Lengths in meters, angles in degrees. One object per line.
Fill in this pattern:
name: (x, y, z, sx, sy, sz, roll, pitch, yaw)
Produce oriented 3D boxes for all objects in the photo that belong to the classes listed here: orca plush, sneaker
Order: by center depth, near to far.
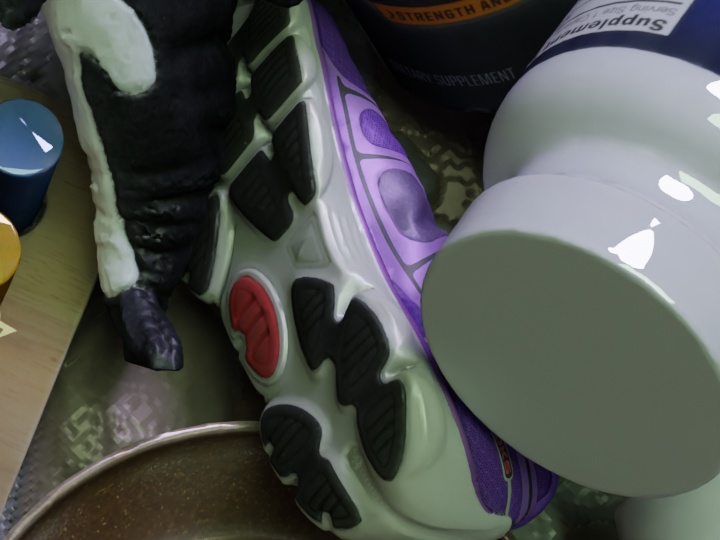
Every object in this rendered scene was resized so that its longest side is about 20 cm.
orca plush: (-0.051, -0.072, 0.768, 0.071, 0.105, 0.201, -2, 91, 19)
sneaker: (0.000, 0.000, 0.815, 0.083, 0.081, 0.200, 9, 49, -40)

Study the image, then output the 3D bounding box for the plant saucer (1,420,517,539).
plant saucer: (-0.026, 0.143, 0.775, 0.200, 0.037, 0.201, 6, 67, -14)

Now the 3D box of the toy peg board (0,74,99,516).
toy peg board: (-0.176, -0.005, 0.753, 0.200, 0.098, 0.200, 24, 65, -8)

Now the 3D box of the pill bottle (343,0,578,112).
pill bottle: (0.015, -0.144, 0.802, 0.106, 0.200, 0.106, -15, 51, 19)

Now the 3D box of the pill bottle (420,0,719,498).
pill bottle: (0.105, -0.039, 0.763, 0.116, 0.116, 0.200, 38, 56, 0)

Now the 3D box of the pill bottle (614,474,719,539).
pill bottle: (0.134, 0.155, 0.778, 0.111, 0.111, 0.201, -6, 72, -19)
